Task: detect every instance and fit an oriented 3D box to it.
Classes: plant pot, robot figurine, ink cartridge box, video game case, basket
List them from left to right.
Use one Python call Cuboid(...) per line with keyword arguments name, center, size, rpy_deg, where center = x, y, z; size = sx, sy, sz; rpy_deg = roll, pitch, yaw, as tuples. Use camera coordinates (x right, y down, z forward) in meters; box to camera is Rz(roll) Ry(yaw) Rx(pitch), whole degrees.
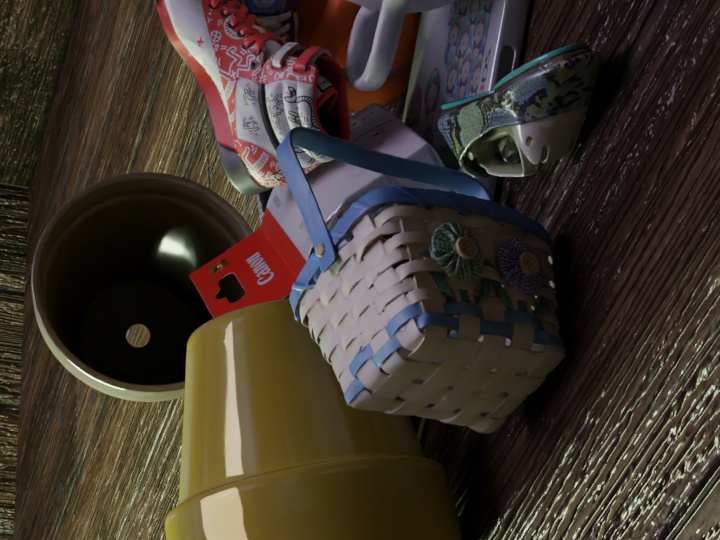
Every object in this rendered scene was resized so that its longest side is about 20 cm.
Cuboid(name="plant pot", center=(-0.191, 0.035, 1.702), size=(0.174, 0.200, 0.200), rpy_deg=(116, 158, -69))
Cuboid(name="plant pot", center=(-0.044, 0.127, 1.335), size=(0.201, 0.201, 0.189), rpy_deg=(134, 128, -63))
Cuboid(name="ink cartridge box", center=(-0.042, -0.045, 1.452), size=(0.057, 0.200, 0.163), rpy_deg=(63, 175, -21))
Cuboid(name="robot figurine", center=(-0.004, -0.215, 1.575), size=(0.144, 0.117, 0.200), rpy_deg=(-120, 33, -56))
Cuboid(name="basket", center=(0.042, -0.002, 1.248), size=(0.139, 0.176, 0.200), rpy_deg=(-53, 43, 32))
Cuboid(name="video game case", center=(0.071, -0.124, 1.457), size=(0.200, 0.024, 0.182), rpy_deg=(-163, 83, -74))

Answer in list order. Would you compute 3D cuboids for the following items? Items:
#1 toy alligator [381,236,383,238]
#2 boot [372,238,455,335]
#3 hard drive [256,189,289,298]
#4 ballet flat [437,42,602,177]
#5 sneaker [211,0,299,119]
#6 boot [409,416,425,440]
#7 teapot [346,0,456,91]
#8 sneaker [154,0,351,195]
Cuboid(name="toy alligator", center=(0.001, -0.045, 1.608), size=(0.054, 0.059, 0.200), rpy_deg=(-42, 12, -12))
Cuboid(name="boot", center=(0.015, 0.031, 1.422), size=(0.200, 0.107, 0.075), rpy_deg=(-121, 45, -63))
Cuboid(name="hard drive", center=(-0.065, -0.021, 1.708), size=(0.140, 0.038, 0.200), rpy_deg=(-99, 0, -47))
Cuboid(name="ballet flat", center=(0.112, -0.098, 1.262), size=(0.200, 0.074, 0.074), rpy_deg=(162, 116, -74))
Cuboid(name="sneaker", center=(-0.083, -0.181, 1.512), size=(0.090, 0.075, 0.200), rpy_deg=(113, 152, -65))
Cuboid(name="boot", center=(-0.009, 0.165, 1.500), size=(0.144, 0.072, 0.200), rpy_deg=(179, 107, -74))
Cuboid(name="teapot", center=(0.021, -0.264, 1.423), size=(0.197, 0.200, 0.146), rpy_deg=(50, 155, 6))
Cuboid(name="sneaker", center=(-0.076, -0.165, 1.435), size=(0.108, 0.067, 0.202), rpy_deg=(-20, 93, 32))
